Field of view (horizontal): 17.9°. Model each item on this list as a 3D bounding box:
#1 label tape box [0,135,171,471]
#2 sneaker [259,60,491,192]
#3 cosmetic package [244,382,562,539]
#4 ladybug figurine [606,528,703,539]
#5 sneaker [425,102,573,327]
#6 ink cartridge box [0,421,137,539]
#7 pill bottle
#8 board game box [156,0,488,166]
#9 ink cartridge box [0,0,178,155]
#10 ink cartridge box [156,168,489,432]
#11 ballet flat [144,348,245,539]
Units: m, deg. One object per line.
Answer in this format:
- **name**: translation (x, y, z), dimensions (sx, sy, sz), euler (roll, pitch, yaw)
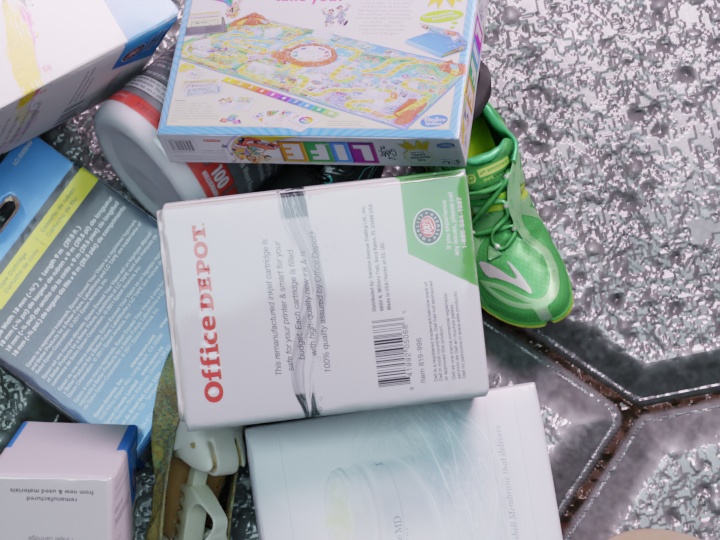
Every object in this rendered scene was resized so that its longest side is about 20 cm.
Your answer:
- **label tape box**: translation (-0.191, 0.020, 1.592), dimensions (0.199, 0.063, 0.145), euler (36, 82, 7)
- **sneaker**: translation (-0.005, -0.094, 1.535), dimensions (0.200, 0.079, 0.075), euler (-42, 51, -5)
- **cosmetic package**: translation (0.034, 0.194, 1.529), dimensions (0.198, 0.123, 0.201), euler (-9, 79, 0)
- **ladybug figurine**: translation (0.220, 0.256, 1.534), dimensions (0.200, 0.072, 0.136), euler (41, 69, 2)
- **sneaker**: translation (0.084, -0.050, 1.594), dimensions (0.074, 0.084, 0.201), euler (-25, 79, -2)
- **ink cartridge box**: translation (-0.192, 0.212, 1.485), dimensions (0.084, 0.146, 0.202), euler (1, 100, 0)
- **pill bottle**: translation (-0.077, -0.125, 1.585), dimensions (0.200, 0.116, 0.116), euler (-42, 82, -18)
- **board game box**: translation (-0.023, -0.134, 1.484), dimensions (0.198, 0.034, 0.135), euler (2, 61, 14)
- **ink cartridge box**: translation (-0.252, -0.161, 1.511), dimensions (0.199, 0.147, 0.145), euler (-31, 88, -24)
- **ink cartridge box**: translation (-0.026, 0.017, 1.472), dimensions (0.198, 0.083, 0.148), euler (-6, 93, -5)
- **ballet flat**: translation (-0.107, 0.143, 1.537), dimensions (0.070, 0.071, 0.202), euler (10, 101, 2)
